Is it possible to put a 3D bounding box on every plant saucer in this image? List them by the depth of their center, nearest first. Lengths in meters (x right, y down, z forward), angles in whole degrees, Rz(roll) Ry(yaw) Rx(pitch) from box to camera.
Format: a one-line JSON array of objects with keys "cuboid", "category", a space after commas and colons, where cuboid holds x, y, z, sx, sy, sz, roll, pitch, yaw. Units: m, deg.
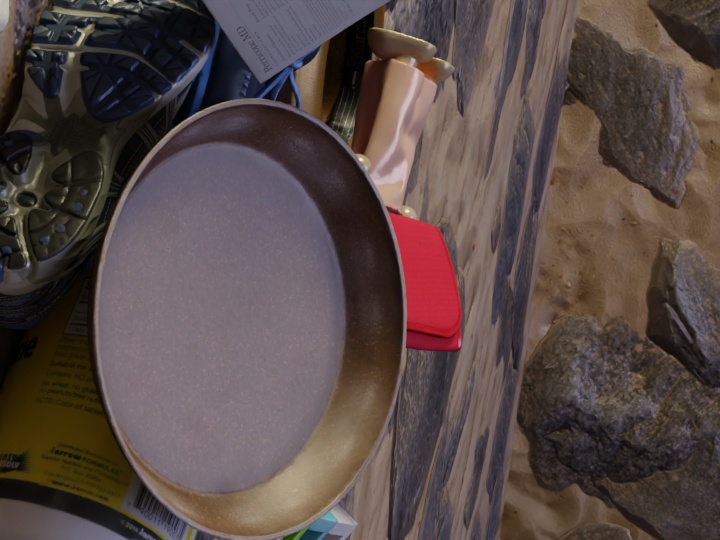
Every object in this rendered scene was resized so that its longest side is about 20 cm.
[{"cuboid": [-0.055, 0.023, 0.854, 0.200, 0.034, 0.201, 3, 86, -48], "category": "plant saucer"}]

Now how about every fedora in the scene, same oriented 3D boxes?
[{"cuboid": [-0.041, -0.133, 1.149, 0.201, 0.081, 0.202, 11, 90, -79], "category": "fedora"}]

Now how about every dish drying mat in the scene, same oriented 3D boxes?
[{"cuboid": [0.000, 0.000, 0.986, 0.200, 0.018, 0.077, 11, 64, -58], "category": "dish drying mat"}]

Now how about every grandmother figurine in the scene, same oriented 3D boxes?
[{"cuboid": [0.006, -0.038, 1.133, 0.121, 0.060, 0.201, 29, 76, -58], "category": "grandmother figurine"}]

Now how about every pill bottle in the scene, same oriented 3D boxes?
[{"cuboid": [-0.116, 0.062, 0.901, 0.113, 0.112, 0.201, 82, 22, -58], "category": "pill bottle"}]

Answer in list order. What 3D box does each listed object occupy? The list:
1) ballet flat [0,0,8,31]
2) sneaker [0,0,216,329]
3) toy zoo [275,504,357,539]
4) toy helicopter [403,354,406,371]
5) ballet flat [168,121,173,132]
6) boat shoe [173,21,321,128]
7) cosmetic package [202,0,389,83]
[{"cuboid": [-0.161, -0.076, 0.660, 0.074, 0.074, 0.201, -36, 137, -73], "category": "ballet flat"}, {"cuboid": [-0.130, -0.056, 0.861, 0.085, 0.077, 0.200, 103, 13, -53], "category": "sneaker"}, {"cuboid": [-0.062, 0.177, 1.007, 0.131, 0.020, 0.200, -48, 166, -1], "category": "toy zoo"}, {"cuboid": [-0.021, -0.014, 1.224, 0.132, 0.079, 0.201, -20, 87, -49], "category": "toy helicopter"}, {"cuboid": [-0.102, -0.014, 1.020, 0.067, 0.066, 0.201, -46, 144, -74], "category": "ballet flat"}, {"cuboid": [-0.046, -0.135, 0.972, 0.084, 0.068, 0.201, -53, -163, 46], "category": "boat shoe"}, {"cuboid": [-0.063, -0.180, 0.814, 0.200, 0.082, 0.051, 55, 4, -44], "category": "cosmetic package"}]
